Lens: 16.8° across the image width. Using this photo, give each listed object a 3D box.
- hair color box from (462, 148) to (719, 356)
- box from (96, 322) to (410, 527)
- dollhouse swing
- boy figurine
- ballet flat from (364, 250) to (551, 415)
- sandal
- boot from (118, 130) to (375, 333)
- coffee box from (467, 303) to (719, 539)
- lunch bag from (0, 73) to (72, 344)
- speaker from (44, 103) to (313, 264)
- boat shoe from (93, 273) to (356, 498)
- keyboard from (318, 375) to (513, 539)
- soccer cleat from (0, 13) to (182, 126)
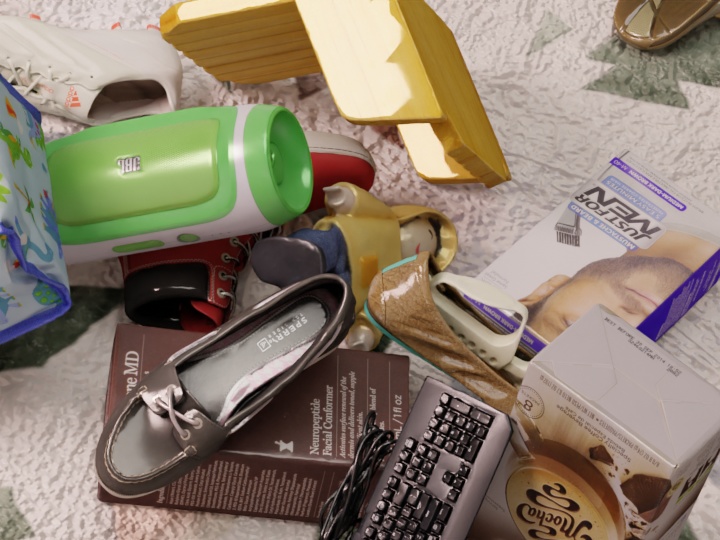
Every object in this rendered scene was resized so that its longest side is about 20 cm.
[{"bbox_3d":[0.169,0.008,1.732,0.109,0.065,0.200,36,53,18],"label":"hair color box"},{"bbox_3d":[-0.068,0.102,1.590,0.199,0.075,0.100,5,49,-6],"label":"box"},{"bbox_3d":[-0.020,-0.121,1.737,0.175,0.200,0.182,-24,74,11],"label":"dollhouse swing"},{"bbox_3d":[0.000,0.000,1.675,0.064,0.125,0.200,-1,8,31],"label":"boy figurine"},{"bbox_3d":[0.095,0.056,1.617,0.200,0.072,0.068,40,28,-9],"label":"ballet flat"},{"bbox_3d":[0.288,-0.232,1.983,0.200,0.054,0.080,-34,57,-18],"label":"sandal"},{"bbox_3d":[-0.074,-0.019,1.699,0.199,0.073,0.145,-10,52,-11],"label":"boot"},{"bbox_3d":[0.145,0.136,1.521,0.113,0.200,0.080,36,48,20],"label":"coffee box"},{"bbox_3d":[-0.298,-0.025,1.561,0.199,0.128,0.171,-22,52,9],"label":"lunch bag"},{"bbox_3d":[-0.136,-0.057,1.622,0.199,0.089,0.089,-9,44,22],"label":"speaker"},{"bbox_3d":[-0.085,0.065,1.518,0.200,0.057,0.067,-37,79,-20],"label":"boat shoe"},{"bbox_3d":[0.011,0.161,1.495,0.104,0.040,0.201,24,89,40],"label":"keyboard"},{"bbox_3d":[-0.226,-0.143,1.774,0.199,0.069,0.078,-1,52,-17],"label":"soccer cleat"}]
